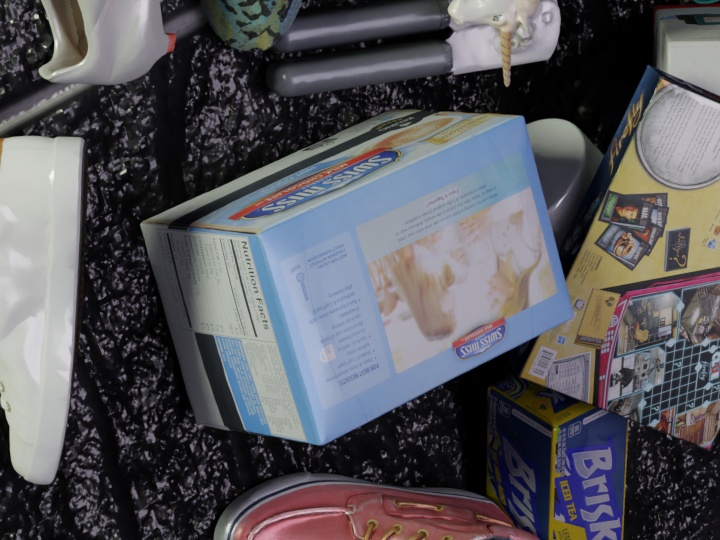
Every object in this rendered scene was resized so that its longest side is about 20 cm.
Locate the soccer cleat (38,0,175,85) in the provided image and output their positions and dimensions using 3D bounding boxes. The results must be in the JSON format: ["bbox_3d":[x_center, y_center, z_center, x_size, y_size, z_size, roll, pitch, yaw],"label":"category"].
[{"bbox_3d":[-0.146,-0.196,1.376,0.077,0.069,0.201,-16,112,-32],"label":"soccer cleat"}]

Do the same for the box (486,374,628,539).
[{"bbox_3d":[0.125,0.159,1.638,0.070,0.064,0.200,-23,126,-33],"label":"box"}]

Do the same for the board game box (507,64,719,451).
[{"bbox_3d":[0.192,-0.006,1.538,0.135,0.035,0.200,22,103,-14],"label":"board game box"}]

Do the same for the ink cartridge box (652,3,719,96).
[{"bbox_3d":[0.224,-0.107,1.643,0.067,0.200,0.117,-1,103,3],"label":"ink cartridge box"}]

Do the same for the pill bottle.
[{"bbox_3d":[0.156,0.000,1.626,0.200,0.109,0.110,46,72,-35],"label":"pill bottle"}]

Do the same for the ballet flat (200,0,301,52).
[{"bbox_3d":[-0.058,-0.223,1.432,0.074,0.074,0.201,1,94,-38],"label":"ballet flat"}]

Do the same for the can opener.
[{"bbox_3d":[0.031,-0.141,1.536,0.200,0.066,0.053,-12,106,-27],"label":"can opener"}]

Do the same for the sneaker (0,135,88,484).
[{"bbox_3d":[-0.194,0.020,1.397,0.084,0.073,0.201,2,108,-5],"label":"sneaker"}]

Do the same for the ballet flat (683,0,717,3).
[{"bbox_3d":[0.186,-0.255,1.634,0.072,0.072,0.200,-51,127,-18],"label":"ballet flat"}]

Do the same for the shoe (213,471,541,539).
[{"bbox_3d":[0.017,0.169,1.549,0.200,0.091,0.072,3,101,-28],"label":"shoe"}]

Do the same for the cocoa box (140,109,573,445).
[{"bbox_3d":[0.000,0.000,1.481,0.200,0.131,0.134,-25,107,-32],"label":"cocoa box"}]

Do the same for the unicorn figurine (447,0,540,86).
[{"bbox_3d":[0.042,-0.217,1.473,0.137,0.074,0.201,4,84,-22],"label":"unicorn figurine"}]
